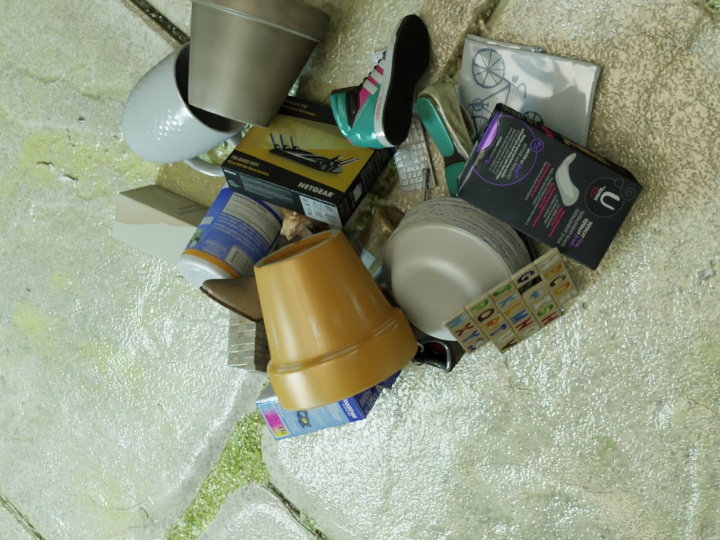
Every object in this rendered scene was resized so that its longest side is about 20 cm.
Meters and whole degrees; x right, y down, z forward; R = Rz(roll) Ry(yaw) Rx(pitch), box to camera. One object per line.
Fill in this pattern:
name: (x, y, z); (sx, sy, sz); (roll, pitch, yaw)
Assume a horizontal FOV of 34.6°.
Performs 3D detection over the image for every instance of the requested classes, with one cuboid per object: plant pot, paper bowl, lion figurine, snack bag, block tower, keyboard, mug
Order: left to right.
mug: (-0.255, -0.221, 1.734); (0.174, 0.148, 0.200); (-24, 120, 40)
plant pot: (-0.159, -0.297, 1.592); (0.198, 0.200, 0.175); (22, 99, 24)
block tower: (-0.162, 0.056, 1.747); (0.057, 0.054, 0.203); (-8, 76, 32)
lion figurine: (-0.086, -0.006, 1.689); (0.072, 0.122, 0.202); (23, 114, 23)
plant pot: (-0.049, 0.054, 1.510); (0.199, 0.200, 0.185); (-16, 103, 32)
keyboard: (0.059, -0.210, 1.619); (0.056, 0.011, 0.202); (-10, 97, 32)
paper bowl: (0.121, 0.011, 1.537); (0.199, 0.105, 0.202); (18, 133, 19)
snack bag: (0.215, -0.203, 1.525); (0.198, 0.021, 0.191); (15, 110, 27)

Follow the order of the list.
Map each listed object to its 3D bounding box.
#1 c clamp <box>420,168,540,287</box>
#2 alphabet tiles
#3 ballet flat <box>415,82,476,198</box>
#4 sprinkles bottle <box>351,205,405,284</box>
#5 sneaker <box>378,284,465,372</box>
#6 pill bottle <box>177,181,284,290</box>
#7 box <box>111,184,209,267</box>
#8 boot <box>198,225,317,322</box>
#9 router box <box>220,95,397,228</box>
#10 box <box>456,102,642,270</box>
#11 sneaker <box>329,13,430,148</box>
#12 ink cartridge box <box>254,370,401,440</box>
c clamp: (0.159, -0.033, 1.592); (0.198, 0.027, 0.173); (18, 115, 24)
alphabet tiles: (0.200, 0.053, 1.486); (0.166, 0.200, 0.008); (-34, 62, 6)
ballet flat: (0.139, -0.155, 1.532); (0.067, 0.062, 0.202); (-4, 112, 57)
sprinkles bottle: (0.000, 0.000, 1.673); (0.068, 0.068, 0.201); (43, 119, 14)
sneaker: (0.055, 0.084, 1.624); (0.198, 0.082, 0.078); (20, 125, 5)
pill bottle: (-0.172, -0.062, 1.681); (0.111, 0.201, 0.112); (24, 158, 11)
box: (-0.281, -0.060, 1.807); (0.198, 0.095, 0.079); (22, 112, 22)
boot: (-0.109, 0.004, 1.595); (0.147, 0.199, 0.070); (-55, 45, 10)
router box: (-0.071, -0.158, 1.620); (0.198, 0.158, 0.052); (19, 149, 26)
box: (0.231, -0.107, 1.443); (0.199, 0.106, 0.123); (28, 105, -2)
sneaker: (0.021, -0.248, 1.560); (0.120, 0.083, 0.202); (-6, 58, 40)
ink cartridge box: (-0.038, 0.165, 1.691); (0.199, 0.137, 0.077); (-20, 109, 33)
